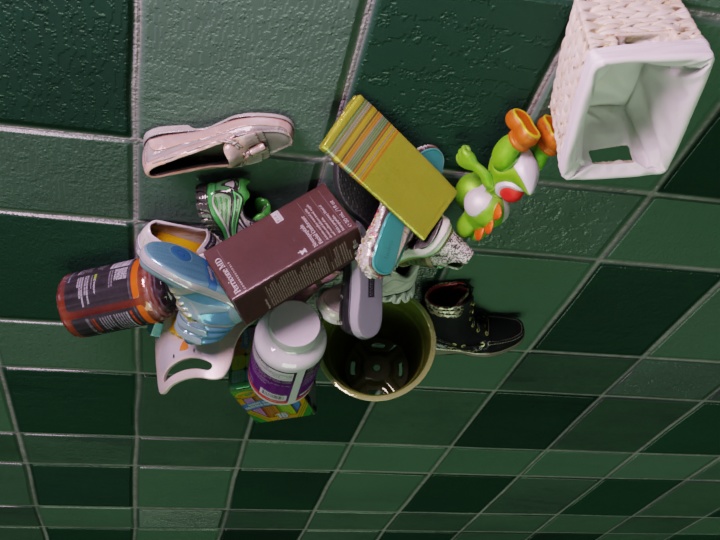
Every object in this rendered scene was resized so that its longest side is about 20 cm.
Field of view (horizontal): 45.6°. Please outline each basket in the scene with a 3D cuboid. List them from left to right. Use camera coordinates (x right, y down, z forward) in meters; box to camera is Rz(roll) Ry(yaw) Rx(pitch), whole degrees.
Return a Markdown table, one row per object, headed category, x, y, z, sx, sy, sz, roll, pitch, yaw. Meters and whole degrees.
| category | x | y | z | sx | sy | sz | roll | pitch | yaw |
| --- | --- | --- | --- | --- | --- | --- | --- | --- | --- |
| basket | 0.304 | -0.216 | 1.001 | 0.135 | 0.124 | 0.200 | -3 | 148 | -1 |

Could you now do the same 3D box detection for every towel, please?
| category | x | y | z | sx | sy | sz | roll | pitch | yaw |
| --- | --- | --- | --- | --- | --- | --- | --- | --- | --- |
| towel | 0.039 | -0.131 | 1.110 | 0.200 | 0.086 | 0.018 | 40 | 172 | -28 |

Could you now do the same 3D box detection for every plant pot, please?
| category | x | y | z | sx | sy | sz | roll | pitch | yaw |
| --- | --- | --- | --- | --- | --- | --- | --- | --- | --- |
| plant pot | 0.028 | 0.148 | 1.498 | 0.199 | 0.201 | 0.190 | -4 | 160 | 1 |

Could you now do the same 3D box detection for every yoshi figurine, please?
| category | x | y | z | sx | sy | sz | roll | pitch | yaw |
| --- | --- | --- | --- | --- | --- | --- | --- | --- | --- |
| yoshi figurine | 0.184 | -0.133 | 1.162 | 0.112 | 0.112 | 0.200 | 37 | 127 | 5 |

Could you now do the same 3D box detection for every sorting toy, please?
| category | x | y | z | sx | sy | sz | roll | pitch | yaw |
| --- | --- | --- | --- | --- | --- | --- | --- | --- | --- |
| sorting toy | -0.269 | 0.107 | 1.383 | 0.200 | 0.180 | 0.107 | -17 | 145 | 18 |

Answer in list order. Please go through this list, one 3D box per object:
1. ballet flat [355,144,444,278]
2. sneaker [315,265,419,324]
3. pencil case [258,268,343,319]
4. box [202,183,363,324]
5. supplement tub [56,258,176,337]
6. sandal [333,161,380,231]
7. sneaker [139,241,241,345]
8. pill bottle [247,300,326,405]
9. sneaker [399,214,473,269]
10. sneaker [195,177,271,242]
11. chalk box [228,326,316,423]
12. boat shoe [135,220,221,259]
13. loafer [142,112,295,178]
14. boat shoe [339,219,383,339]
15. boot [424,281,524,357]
| category | x | y | z | sx | sy | sz | roll | pitch | yaw |
| --- | --- | --- | --- | --- | --- | --- | --- | --- | --- |
| ballet flat | 0.045 | -0.083 | 1.164 | 0.076 | 0.200 | 0.064 | 32 | 171 | -27 |
| sneaker | 0.014 | 0.024 | 1.341 | 0.200 | 0.075 | 0.081 | -22 | 151 | -38 |
| pencil case | -0.095 | 0.012 | 1.348 | 0.083 | 0.087 | 0.200 | 50 | 133 | 1 |
| box | -0.104 | -0.025 | 1.189 | 0.200 | 0.100 | 0.075 | -32 | 147 | -9 |
| supplement tub | -0.361 | 0.038 | 1.337 | 0.199 | 0.107 | 0.107 | -11 | 146 | 12 |
| sandal | 0.001 | -0.099 | 1.195 | 0.048 | 0.075 | 0.201 | 16 | 150 | 38 |
| sneaker | -0.256 | 0.045 | 1.251 | 0.200 | 0.080 | 0.131 | 29 | 117 | -31 |
| pill bottle | -0.115 | 0.127 | 1.348 | 0.112 | 0.113 | 0.200 | 4 | 149 | -11 |
| sneaker | 0.105 | -0.023 | 1.247 | 0.089 | 0.077 | 0.200 | 35 | 171 | -9 |
| sneaker | -0.160 | -0.057 | 1.238 | 0.085 | 0.078 | 0.200 | -13 | 145 | 12 |
| chalk box | -0.165 | 0.176 | 1.552 | 0.124 | 0.125 | 0.200 | -10 | 145 | 10 |
| boat shoe | -0.232 | -0.029 | 1.286 | 0.200 | 0.071 | 0.070 | 19 | 144 | -20 |
| loafer | -0.182 | -0.153 | 1.103 | 0.199 | 0.063 | 0.072 | -6 | 146 | 4 |
| boat shoe | 0.000 | 0.000 | 1.263 | 0.069 | 0.201 | 0.057 | 7 | 178 | -42 |
| boot | 0.197 | 0.084 | 1.495 | 0.203 | 0.074 | 0.154 | -3 | 144 | -4 |
